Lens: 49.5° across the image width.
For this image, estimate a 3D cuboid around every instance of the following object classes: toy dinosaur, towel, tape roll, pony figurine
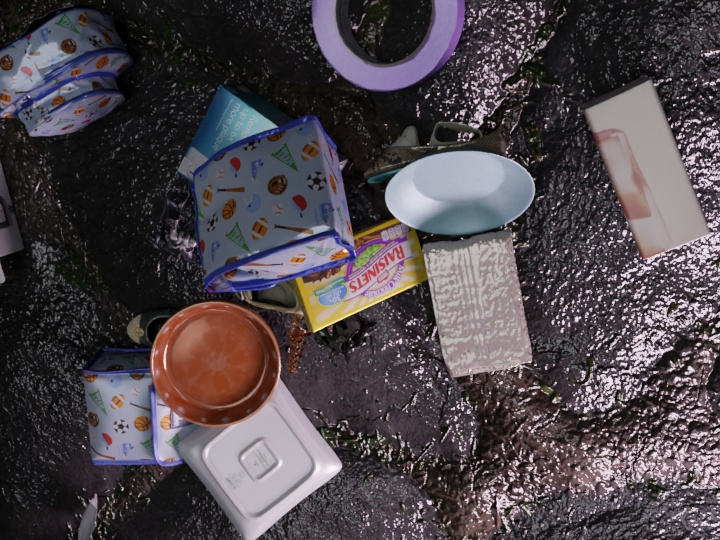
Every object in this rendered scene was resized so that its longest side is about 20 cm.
[{"bbox_3d":[-0.053,0.070,1.177,0.135,0.102,0.202,37,131,20],"label":"toy dinosaur"},{"bbox_3d":[0.168,0.049,1.116,0.130,0.035,0.204,-10,102,9],"label":"towel"},{"bbox_3d":[0.037,-0.343,1.034,0.196,0.066,0.205,4,107,14],"label":"tape roll"},{"bbox_3d":[-0.497,0.528,1.398,0.199,0.168,0.193,38,120,-14],"label":"pony figurine"}]

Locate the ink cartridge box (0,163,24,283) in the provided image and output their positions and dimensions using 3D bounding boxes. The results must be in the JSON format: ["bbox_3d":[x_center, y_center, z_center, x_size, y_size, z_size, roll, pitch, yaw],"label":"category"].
[{"bbox_3d":[-0.641,-0.080,1.300,0.113,0.067,0.204,-7,103,17],"label":"ink cartridge box"}]

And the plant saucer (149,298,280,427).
[{"bbox_3d":[-0.220,0.140,1.195,0.196,0.032,0.205,-1,105,-5],"label":"plant saucer"}]

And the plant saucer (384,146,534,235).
[{"bbox_3d":[0.130,-0.113,1.036,0.197,0.201,0.039,-8,62,18],"label":"plant saucer"}]

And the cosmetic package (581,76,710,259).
[{"bbox_3d":[0.356,-0.130,0.982,0.086,0.103,0.203,-21,97,19],"label":"cosmetic package"}]

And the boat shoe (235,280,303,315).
[{"bbox_3d":[-0.139,0.022,1.154,0.198,0.063,0.075,21,104,37],"label":"boat shoe"}]

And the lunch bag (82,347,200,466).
[{"bbox_3d":[-0.338,0.221,1.272,0.195,0.124,0.174,1,106,-1],"label":"lunch bag"}]

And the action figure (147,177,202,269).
[{"bbox_3d":[-0.251,-0.066,1.168,0.117,0.200,0.103,29,69,-8],"label":"action figure"}]

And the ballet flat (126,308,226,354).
[{"bbox_3d":[-0.290,0.101,1.255,0.196,0.057,0.068,4,106,15],"label":"ballet flat"}]

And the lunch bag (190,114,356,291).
[{"bbox_3d":[-0.119,-0.076,1.003,0.196,0.124,0.173,-17,68,11],"label":"lunch bag"}]

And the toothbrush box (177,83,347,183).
[{"bbox_3d":[-0.141,-0.151,1.128,0.199,0.085,0.148,36,110,3],"label":"toothbrush box"}]

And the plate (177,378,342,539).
[{"bbox_3d":[-0.160,0.299,1.244,0.199,0.032,0.201,-37,95,-4],"label":"plate"}]

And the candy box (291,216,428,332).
[{"bbox_3d":[0.000,0.000,1.096,0.197,0.026,0.104,-24,104,-22],"label":"candy box"}]

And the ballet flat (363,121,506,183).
[{"bbox_3d":[0.101,-0.164,1.072,0.195,0.068,0.077,-3,87,10],"label":"ballet flat"}]

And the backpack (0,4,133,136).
[{"bbox_3d":[-0.426,-0.289,1.124,0.189,0.200,0.155,-34,99,15],"label":"backpack"}]
